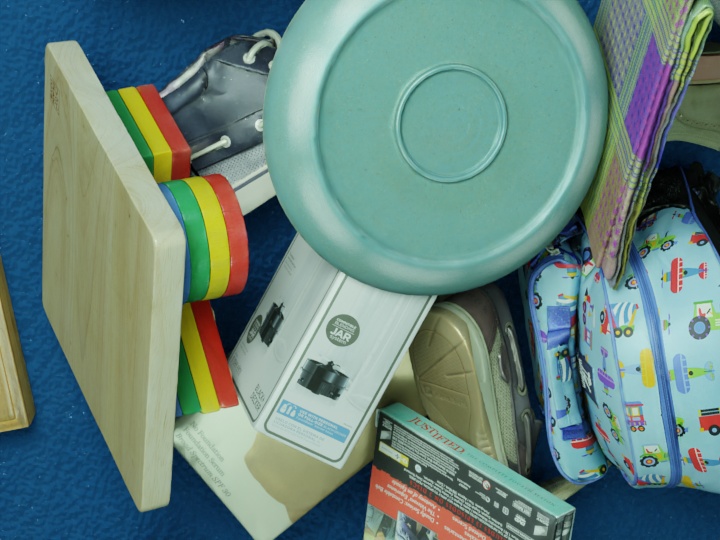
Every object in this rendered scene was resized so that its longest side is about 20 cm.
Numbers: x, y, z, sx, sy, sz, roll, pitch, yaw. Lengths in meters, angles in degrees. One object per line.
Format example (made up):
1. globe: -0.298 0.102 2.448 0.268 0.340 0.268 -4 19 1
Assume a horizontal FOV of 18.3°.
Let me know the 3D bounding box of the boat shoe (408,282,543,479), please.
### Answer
1. boat shoe: 0.079 0.099 1.357 0.065 0.072 0.201 -33 124 -31

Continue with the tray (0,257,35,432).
1. tray: -0.276 0.008 1.411 0.098 0.037 0.202 -10 104 2

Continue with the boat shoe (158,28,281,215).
1. boat shoe: -0.035 -0.117 1.365 0.199 0.075 0.093 -34 105 5

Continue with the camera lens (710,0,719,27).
1. camera lens: 0.258 -0.212 1.304 0.160 0.160 0.200 -37 101 7

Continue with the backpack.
1. backpack: 0.172 0.049 1.337 0.133 0.200 0.184 -9 112 1

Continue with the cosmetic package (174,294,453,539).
1. cosmetic package: -0.017 0.068 1.410 0.200 0.071 0.105 -40 101 8

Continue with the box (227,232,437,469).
1. box: 0.000 0.000 1.297 0.060 0.117 0.201 26 98 -18

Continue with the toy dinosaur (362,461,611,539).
1. toy dinosaur: 0.082 0.183 1.436 0.199 0.089 0.048 -21 145 4

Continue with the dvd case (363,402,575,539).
1. dvd case: 0.057 0.197 1.351 0.145 0.022 0.202 28 123 36

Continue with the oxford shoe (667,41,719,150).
1. oxford shoe: 0.136 -0.097 1.376 0.198 0.071 0.075 -3 106 0

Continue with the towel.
1. towel: 0.152 -0.107 1.247 0.023 0.144 0.201 6 128 -10

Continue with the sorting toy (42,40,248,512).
1. sorting toy: -0.125 -0.002 1.311 0.069 0.199 0.201 -10 131 -21

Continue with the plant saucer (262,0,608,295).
1. plant saucer: 0.046 -0.081 1.210 0.198 0.027 0.202 -4 104 -14
